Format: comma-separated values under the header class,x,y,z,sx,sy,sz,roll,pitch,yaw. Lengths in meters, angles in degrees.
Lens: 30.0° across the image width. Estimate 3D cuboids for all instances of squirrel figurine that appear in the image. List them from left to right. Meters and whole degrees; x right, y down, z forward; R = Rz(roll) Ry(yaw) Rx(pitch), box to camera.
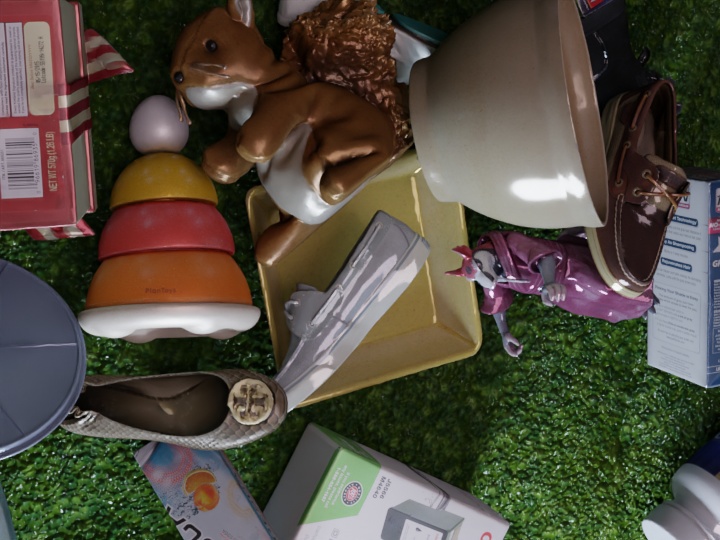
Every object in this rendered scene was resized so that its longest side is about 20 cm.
class,x,y,z,sx,sy,sz,roll,pitch,yaw
squirrel figurine,-0.055,-0.141,1.084,0.187,0.142,0.200,48,58,0

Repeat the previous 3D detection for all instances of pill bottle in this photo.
class,x,y,z,sx,sy,sz,roll,pitch,yaw
pill bottle,0.390,0.225,1.369,0.200,0.120,0.120,-39,112,-13

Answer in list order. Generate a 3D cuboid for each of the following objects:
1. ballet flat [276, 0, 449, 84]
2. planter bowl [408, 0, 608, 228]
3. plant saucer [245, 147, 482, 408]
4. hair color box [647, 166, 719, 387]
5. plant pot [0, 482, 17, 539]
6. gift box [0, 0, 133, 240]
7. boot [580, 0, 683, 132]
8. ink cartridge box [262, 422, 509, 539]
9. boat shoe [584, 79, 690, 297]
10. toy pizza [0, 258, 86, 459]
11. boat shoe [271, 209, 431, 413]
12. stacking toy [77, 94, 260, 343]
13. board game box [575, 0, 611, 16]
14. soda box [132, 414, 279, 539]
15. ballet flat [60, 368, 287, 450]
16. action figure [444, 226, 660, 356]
class,x,y,z,sx,sy,sz,roll,pitch,yaw
ballet flat,0.016,-0.199,1.163,0.200,0.069,0.070,23,90,-21
planter bowl,0.118,-0.124,1.095,0.135,0.200,0.201,-10,107,17
plant saucer,0.000,0.000,1.196,0.200,0.048,0.200,-15,105,-20
hair color box,0.332,0.004,1.313,0.060,0.100,0.200,-8,103,-23
plant pot,-0.337,0.212,1.042,0.141,0.141,0.200,-5,96,-23
gift box,-0.268,-0.107,0.979,0.200,0.187,0.185,1,98,-8
boot,0.197,-0.151,1.244,0.198,0.073,0.163,-34,116,-14
ink cartridge box,0.015,0.248,1.229,0.200,0.084,0.146,27,89,-26
boat shoe,0.245,-0.076,1.161,0.072,0.072,0.200,25,61,-25
toy pizza,-0.310,0.067,1.020,0.200,0.200,0.032,-3,142,-23
boat shoe,-0.027,0.035,1.135,0.071,0.070,0.201,41,84,-4
stacking toy,-0.156,-0.044,1.093,0.146,0.146,0.200,1,83,-24
board game box,0.181,-0.334,1.194,0.200,0.062,0.200,-31,102,-12
soda box,-0.109,0.222,1.123,0.064,0.068,0.200,-33,78,-5
ballet flat,-0.160,0.109,1.096,0.200,0.046,0.068,1,71,9
action figure,0.167,-0.009,1.197,0.200,0.134,0.149,12,63,-25
